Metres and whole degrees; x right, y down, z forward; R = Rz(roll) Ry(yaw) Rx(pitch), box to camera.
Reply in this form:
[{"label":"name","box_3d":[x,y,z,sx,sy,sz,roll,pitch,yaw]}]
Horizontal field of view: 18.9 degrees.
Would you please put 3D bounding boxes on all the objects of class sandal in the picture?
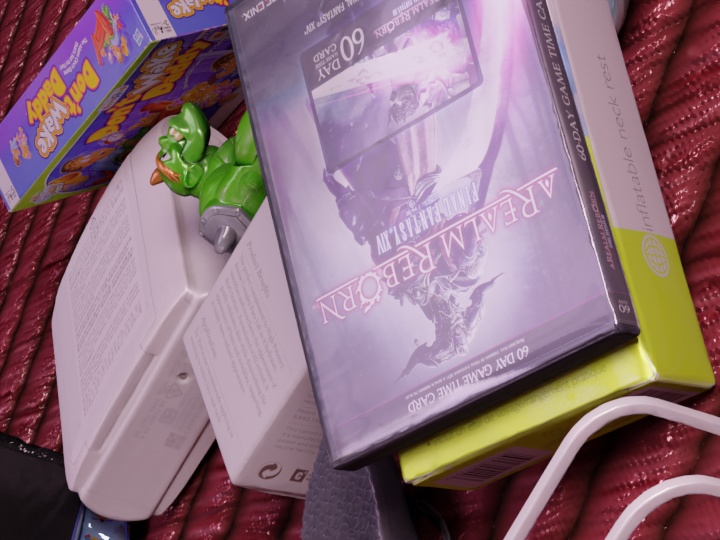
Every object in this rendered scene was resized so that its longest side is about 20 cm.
[{"label":"sandal","box_3d":[0.019,0.144,0.905,0.076,0.043,0.201,-61,35,38]}]

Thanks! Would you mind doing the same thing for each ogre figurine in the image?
[{"label":"ogre figurine","box_3d":[-0.039,-0.069,1.074,0.120,0.098,0.200,-60,23,7]}]

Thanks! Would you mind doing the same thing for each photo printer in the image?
[{"label":"photo printer","box_3d":[-0.117,0.018,1.232,0.167,0.069,0.201,-58,27,26]}]

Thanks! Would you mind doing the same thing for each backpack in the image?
[{"label":"backpack","box_3d":[-0.237,0.187,1.291,0.200,0.134,0.184,-12,63,66]}]

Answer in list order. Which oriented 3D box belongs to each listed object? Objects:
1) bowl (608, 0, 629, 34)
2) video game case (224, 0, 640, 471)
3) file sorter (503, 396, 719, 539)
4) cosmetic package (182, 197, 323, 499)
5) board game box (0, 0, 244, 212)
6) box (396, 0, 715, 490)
[{"label":"bowl","box_3d":[0.050,-0.193,0.917,0.105,0.201,0.200,-56,20,-17]},{"label":"video game case","box_3d":[0.021,-0.043,0.819,0.142,0.019,0.201,-29,65,36]},{"label":"file sorter","box_3d":[0.113,0.146,0.591,0.139,0.124,0.200,-61,26,21]},{"label":"cosmetic package","box_3d":[0.000,0.000,0.982,0.200,0.074,0.102,-55,40,30]},{"label":"board game box","box_3d":[-0.120,-0.112,1.253,0.200,0.134,0.045,-41,73,49]},{"label":"box","box_3d":[0.052,-0.030,0.832,0.122,0.047,0.201,-27,66,36]}]
